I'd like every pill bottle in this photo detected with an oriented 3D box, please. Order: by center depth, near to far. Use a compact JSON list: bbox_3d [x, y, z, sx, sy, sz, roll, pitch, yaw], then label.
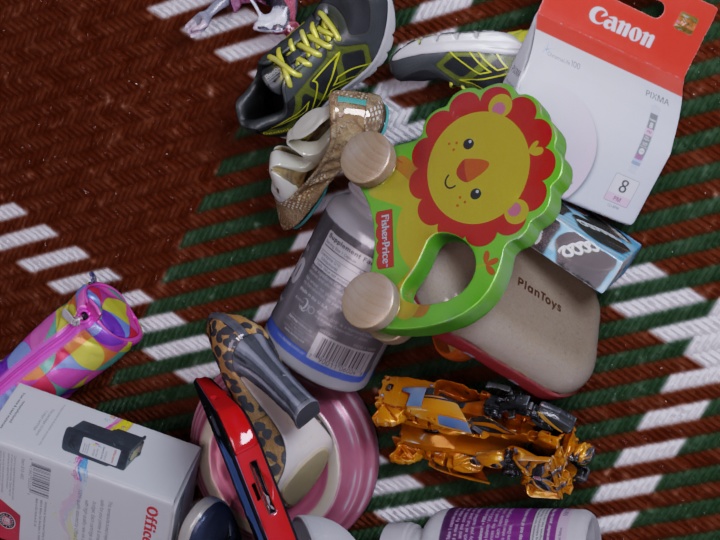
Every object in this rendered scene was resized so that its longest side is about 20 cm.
[{"bbox_3d":[0.000,0.000,1.439,0.113,0.114,0.201,32,106,12],"label":"pill bottle"},{"bbox_3d":[0.120,0.277,1.440,0.198,0.112,0.114,-2,97,19],"label":"pill bottle"}]

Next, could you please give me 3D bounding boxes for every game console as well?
[{"bbox_3d":[-0.100,0.203,1.414,0.031,0.177,0.202,-23,103,-14],"label":"game console"}]

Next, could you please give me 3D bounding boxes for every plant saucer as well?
[{"bbox_3d":[-0.082,0.182,1.527,0.198,0.051,0.203,3,99,18],"label":"plant saucer"}]

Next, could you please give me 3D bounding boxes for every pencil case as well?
[{"bbox_3d":[-0.313,0.091,1.576,0.200,0.088,0.089,-40,85,20],"label":"pencil case"}]

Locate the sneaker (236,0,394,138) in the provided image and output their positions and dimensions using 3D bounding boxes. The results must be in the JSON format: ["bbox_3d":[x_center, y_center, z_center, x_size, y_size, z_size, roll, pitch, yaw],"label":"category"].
[{"bbox_3d":[-0.041,-0.187,1.406,0.075,0.084,0.201,52,128,20],"label":"sneaker"}]

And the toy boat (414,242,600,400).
[{"bbox_3d":[0.111,0.041,1.389,0.199,0.132,0.130,31,140,-23],"label":"toy boat"}]

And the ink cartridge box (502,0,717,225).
[{"bbox_3d":[0.208,-0.158,1.340,0.161,0.057,0.201,20,110,-20],"label":"ink cartridge box"}]

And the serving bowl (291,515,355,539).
[{"bbox_3d":[-0.020,0.327,1.445,0.065,0.200,0.203,-3,98,-14],"label":"serving bowl"}]

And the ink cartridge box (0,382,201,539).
[{"bbox_3d":[-0.267,0.218,1.536,0.198,0.083,0.147,19,130,5],"label":"ink cartridge box"}]

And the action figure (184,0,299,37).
[{"bbox_3d":[-0.103,-0.305,1.457,0.133,0.149,0.201,-12,115,48],"label":"action figure"}]

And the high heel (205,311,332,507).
[{"bbox_3d":[-0.093,0.129,1.445,0.143,0.071,0.201,45,151,27],"label":"high heel"}]

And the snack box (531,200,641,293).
[{"bbox_3d":[0.150,-0.056,1.379,0.199,0.116,0.037,34,107,11],"label":"snack box"}]

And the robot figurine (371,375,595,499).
[{"bbox_3d":[0.116,0.155,1.421,0.198,0.146,0.059,11,58,25],"label":"robot figurine"}]

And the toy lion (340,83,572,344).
[{"bbox_3d":[0.081,-0.050,1.279,0.190,0.069,0.202,-8,70,24],"label":"toy lion"}]

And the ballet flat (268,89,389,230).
[{"bbox_3d":[-0.046,-0.106,1.427,0.065,0.071,0.200,18,141,-22],"label":"ballet flat"}]

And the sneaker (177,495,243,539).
[{"bbox_3d":[-0.115,0.301,1.504,0.084,0.075,0.201,22,142,34],"label":"sneaker"}]

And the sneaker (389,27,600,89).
[{"bbox_3d":[0.121,-0.173,1.394,0.198,0.074,0.086,-1,98,19],"label":"sneaker"}]
